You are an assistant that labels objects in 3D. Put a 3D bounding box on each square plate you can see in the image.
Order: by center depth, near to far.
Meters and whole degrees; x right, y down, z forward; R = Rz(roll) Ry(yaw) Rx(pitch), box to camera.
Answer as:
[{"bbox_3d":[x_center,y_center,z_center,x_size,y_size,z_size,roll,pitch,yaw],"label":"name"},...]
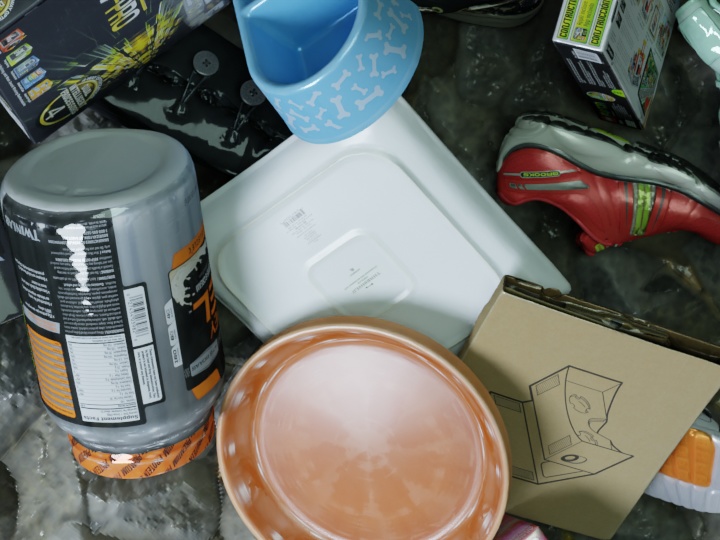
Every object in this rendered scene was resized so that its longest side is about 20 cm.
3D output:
[{"bbox_3d":[0.000,0.000,1.287,0.199,0.029,0.198,-34,112,26],"label":"square plate"}]

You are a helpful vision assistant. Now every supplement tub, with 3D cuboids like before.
[{"bbox_3d":[-0.152,0.022,1.254,0.122,0.123,0.201,-13,120,-12],"label":"supplement tub"}]

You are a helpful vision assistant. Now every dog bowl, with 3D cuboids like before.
[{"bbox_3d":[-0.029,-0.173,1.245,0.111,0.201,0.049,-32,140,22],"label":"dog bowl"}]

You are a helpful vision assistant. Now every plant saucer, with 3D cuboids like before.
[{"bbox_3d":[0.003,0.121,1.311,0.199,0.032,0.202,6,115,13],"label":"plant saucer"}]

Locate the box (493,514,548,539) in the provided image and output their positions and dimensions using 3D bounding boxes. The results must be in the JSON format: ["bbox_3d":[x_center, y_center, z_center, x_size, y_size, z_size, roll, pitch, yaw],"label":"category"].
[{"bbox_3d":[0.060,0.266,1.333,0.200,0.095,0.103,-37,95,-11],"label":"box"}]

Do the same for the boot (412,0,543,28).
[{"bbox_3d":[0.044,-0.218,1.310,0.202,0.154,0.074,5,77,-11],"label":"boot"}]

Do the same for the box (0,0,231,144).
[{"bbox_3d":[-0.161,-0.164,1.192,0.161,0.200,0.049,-39,80,-8],"label":"box"}]

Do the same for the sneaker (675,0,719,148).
[{"bbox_3d":[0.253,-0.123,1.366,0.118,0.074,0.201,34,45,-10],"label":"sneaker"}]

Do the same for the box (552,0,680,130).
[{"bbox_3d":[0.175,-0.172,1.322,0.034,0.200,0.111,15,84,18],"label":"box"}]

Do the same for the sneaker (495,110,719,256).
[{"bbox_3d":[0.185,-0.046,1.393,0.199,0.077,0.085,20,105,-10],"label":"sneaker"}]

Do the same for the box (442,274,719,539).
[{"bbox_3d":[0.132,0.096,1.317,0.162,0.201,0.021,18,44,-9],"label":"box"}]

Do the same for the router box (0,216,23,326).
[{"bbox_3d":[-0.318,-0.037,1.283,0.156,0.052,0.201,-22,93,-11],"label":"router box"}]

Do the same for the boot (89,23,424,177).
[{"bbox_3d":[-0.074,-0.136,1.335,0.199,0.066,0.165,27,58,4],"label":"boot"}]

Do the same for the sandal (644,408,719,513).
[{"bbox_3d":[0.186,0.104,1.378,0.205,0.079,0.059,18,47,3],"label":"sandal"}]
